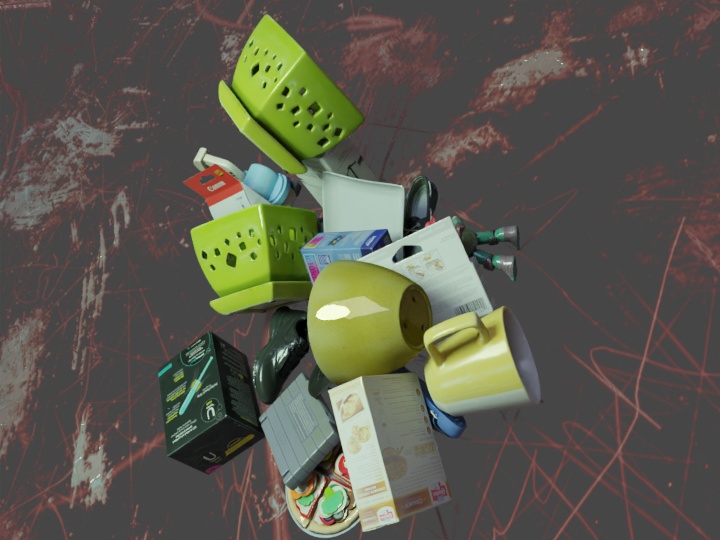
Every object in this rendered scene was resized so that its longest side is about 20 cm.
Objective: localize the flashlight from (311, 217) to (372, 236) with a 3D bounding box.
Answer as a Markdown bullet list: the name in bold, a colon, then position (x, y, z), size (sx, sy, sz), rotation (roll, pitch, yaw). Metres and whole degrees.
- **flashlight**: position (-0.034, -0.077, 1.442), size (0.196, 0.069, 0.068), rotation (-8, 30, 36)

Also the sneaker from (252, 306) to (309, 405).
- **sneaker**: position (-0.148, 0.163, 1.357), size (0.089, 0.076, 0.205), rotation (0, 63, 31)

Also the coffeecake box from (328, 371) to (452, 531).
- **coffeecake box**: position (0.047, 0.265, 1.046), size (0.072, 0.152, 0.205), rotation (-26, 70, 33)

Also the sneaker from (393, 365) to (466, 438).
- **sneaker**: position (0.089, 0.228, 1.156), size (0.199, 0.069, 0.080), rotation (36, 105, 39)

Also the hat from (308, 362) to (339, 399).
- **hat**: position (-0.019, 0.156, 1.242), size (0.204, 0.079, 0.202), rotation (-61, 10, 19)

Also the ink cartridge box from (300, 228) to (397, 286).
- **ink cartridge box**: position (0.000, 0.000, 1.302), size (0.195, 0.139, 0.077), rotation (-2, 30, 33)

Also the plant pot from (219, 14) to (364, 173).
- **plant pot**: position (-0.140, -0.313, 1.296), size (0.182, 0.198, 0.201), rotation (-46, 45, 7)

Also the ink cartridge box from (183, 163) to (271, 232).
- **ink cartridge box**: position (-0.287, -0.142, 1.541), size (0.159, 0.198, 0.051), rotation (-14, 51, 47)

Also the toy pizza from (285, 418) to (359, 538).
- **toy pizza**: position (-0.053, 0.350, 1.194), size (0.196, 0.032, 0.205), rotation (-18, 53, 25)

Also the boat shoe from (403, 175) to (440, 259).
- **boat shoe**: position (0.108, -0.088, 1.345), size (0.074, 0.060, 0.205), rotation (-10, 56, 29)

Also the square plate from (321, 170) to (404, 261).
- **square plate**: position (0.009, -0.083, 1.345), size (0.196, 0.204, 0.028), rotation (15, 28, 34)

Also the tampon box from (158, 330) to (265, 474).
- **tampon box**: position (-0.294, 0.259, 1.359), size (0.148, 0.126, 0.203), rotation (-33, 48, 13)

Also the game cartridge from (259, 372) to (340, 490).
- **game cartridge**: position (-0.109, 0.283, 1.250), size (0.129, 0.039, 0.200), rotation (-42, 31, 0)

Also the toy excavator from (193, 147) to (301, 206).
- **toy excavator**: position (-0.259, -0.208, 1.588), size (0.191, 0.200, 0.102), rotation (9, 65, 38)

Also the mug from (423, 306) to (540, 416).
- **mug**: position (0.174, 0.137, 1.071), size (0.150, 0.190, 0.150), rotation (-22, 13, 23)

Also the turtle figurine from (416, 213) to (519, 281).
- **turtle figurine**: position (0.181, -0.033, 1.234), size (0.194, 0.100, 0.155), rotation (1, 76, 22)

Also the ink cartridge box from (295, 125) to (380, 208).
- **ink cartridge box**: position (-0.060, -0.209, 1.448), size (0.144, 0.200, 0.086), rotation (18, 68, 40)

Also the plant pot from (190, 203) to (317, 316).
- **plant pot**: position (-0.200, -0.015, 1.409), size (0.196, 0.197, 0.187), rotation (-16, 81, 30)

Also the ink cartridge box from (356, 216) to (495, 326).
- **ink cartridge box**: position (0.110, 0.022, 1.199), size (0.196, 0.180, 0.045), rotation (-23, 8, 24)

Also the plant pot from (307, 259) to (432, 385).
- **plant pot**: position (0.030, 0.079, 1.093), size (0.139, 0.199, 0.205), rotation (-6, 57, 37)
